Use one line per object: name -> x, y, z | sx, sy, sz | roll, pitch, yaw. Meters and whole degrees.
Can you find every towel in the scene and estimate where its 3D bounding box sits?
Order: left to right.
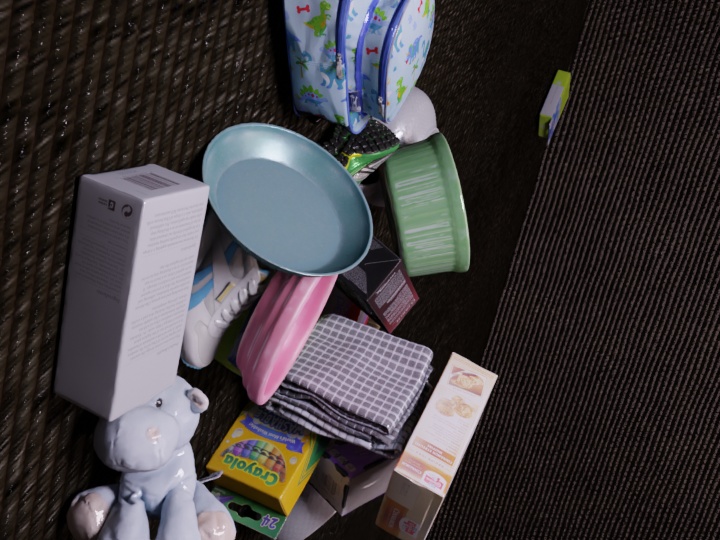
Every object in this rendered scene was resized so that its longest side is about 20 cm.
towel -> -0.008, 0.148, 1.095 | 0.166, 0.196, 0.087 | -48, 151, -52

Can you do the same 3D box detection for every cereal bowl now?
cereal bowl -> -0.089, 0.340, 1.291 | 0.199, 0.084, 0.200 | -39, -178, 2
cereal bowl -> 0.073, -0.194, 1.318 | 0.201, 0.082, 0.203 | -55, 156, -38

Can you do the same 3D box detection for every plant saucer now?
plant saucer -> -0.079, -0.068, 0.859 | 0.036, 0.199, 0.200 | -50, 179, 41
plant saucer -> -0.085, 0.053, 0.940 | 0.204, 0.050, 0.201 | -62, 176, -8

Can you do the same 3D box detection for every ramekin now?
ramekin -> 0.088, -0.089, 1.185 | 0.200, 0.095, 0.206 | 168, -90, -89

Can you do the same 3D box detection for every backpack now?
backpack -> 0.002, -0.280, 0.916 | 0.202, 0.144, 0.185 | 81, 32, -52

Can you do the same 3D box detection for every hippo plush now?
hippo plush -> -0.188, 0.192, 0.818 | 0.200, 0.156, 0.164 | -36, 143, -59

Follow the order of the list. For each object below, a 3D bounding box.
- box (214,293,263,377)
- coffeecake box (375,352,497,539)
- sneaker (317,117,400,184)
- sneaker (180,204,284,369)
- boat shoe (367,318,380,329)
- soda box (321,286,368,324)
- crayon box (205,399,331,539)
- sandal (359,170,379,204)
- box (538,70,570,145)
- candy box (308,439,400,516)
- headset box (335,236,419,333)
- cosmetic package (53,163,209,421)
box -> -0.130, 0.077, 1.050 | 0.200, 0.047, 0.124 | 60, 52, -68
coffeecake box -> 0.101, 0.240, 1.092 | 0.201, 0.072, 0.155 | -56, 166, -40
sneaker -> -0.025, -0.142, 1.095 | 0.198, 0.078, 0.086 | -34, 154, -34
sneaker -> -0.144, 0.015, 0.893 | 0.205, 0.079, 0.076 | -71, 164, 5
boat shoe -> -0.016, 0.120, 1.415 | 0.201, 0.072, 0.065 | -53, 167, -35
soda box -> -0.017, 0.050, 1.321 | 0.063, 0.069, 0.205 | 24, 86, -74
crayon box -> -0.121, 0.245, 1.117 | 0.202, 0.123, 0.052 | -58, 150, -34
sandal -> -0.003, -0.143, 1.179 | 0.079, 0.058, 0.211 | -49, 152, -48
box -> 0.623, -0.525, 2.637 | 0.203, 0.047, 0.122 | -64, 161, -18
candy box -> -0.025, 0.247, 1.222 | 0.165, 0.199, 0.073 | -16, 128, -40
headset box -> 0.000, 0.000, 1.178 | 0.075, 0.148, 0.200 | -47, 158, -6
cosmetic package -> -0.204, 0.016, 0.729 | 0.101, 0.070, 0.205 | -27, 134, -65
